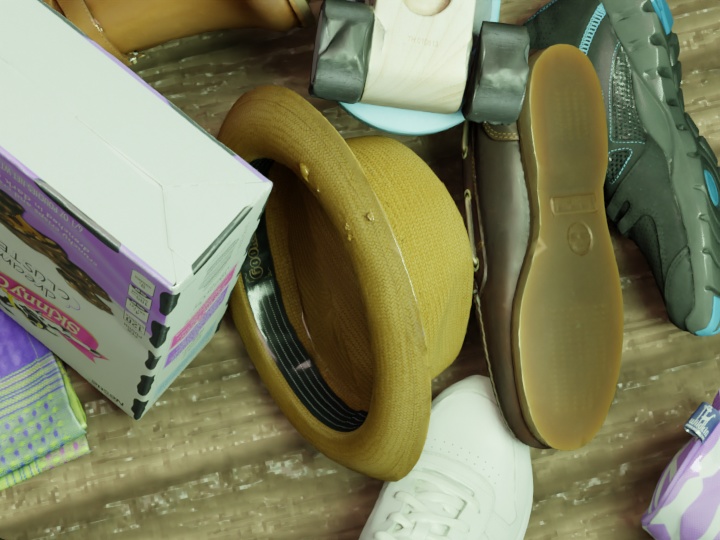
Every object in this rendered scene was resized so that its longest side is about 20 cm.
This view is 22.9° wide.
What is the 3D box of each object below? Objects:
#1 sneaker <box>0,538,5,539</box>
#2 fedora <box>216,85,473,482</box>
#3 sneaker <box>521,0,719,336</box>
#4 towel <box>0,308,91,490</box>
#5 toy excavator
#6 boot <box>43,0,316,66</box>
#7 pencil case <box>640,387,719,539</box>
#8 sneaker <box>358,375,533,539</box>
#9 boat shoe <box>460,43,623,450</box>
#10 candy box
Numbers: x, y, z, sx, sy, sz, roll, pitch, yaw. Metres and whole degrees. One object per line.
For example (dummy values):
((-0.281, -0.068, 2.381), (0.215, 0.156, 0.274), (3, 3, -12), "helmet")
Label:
((-0.178, 0.179, 0.871), (0.199, 0.079, 0.089), (23, 80, 2), "sneaker")
((0.000, 0.000, 0.873), (0.082, 0.201, 0.201), (-21, 74, -28), "fedora")
((0.142, -0.056, 0.931), (0.082, 0.073, 0.201), (-20, 73, 20), "sneaker")
((-0.239, 0.029, 0.943), (0.143, 0.023, 0.201), (-22, 76, -4), "towel")
((0.026, -0.163, 0.903), (0.099, 0.200, 0.195), (6, 90, -6), "toy excavator")
((-0.115, -0.135, 0.899), (0.155, 0.200, 0.077), (-27, 118, -11), "boot")
((0.232, 0.143, 0.865), (0.200, 0.084, 0.086), (37, 57, 9), "pencil case")
((0.033, 0.143, 0.862), (0.075, 0.100, 0.201), (21, 77, 8), "sneaker")
((0.086, -0.010, 0.892), (0.070, 0.070, 0.201), (6, 81, -36), "boat shoe")
((-0.140, -0.030, 0.849), (0.168, 0.200, 0.072), (38, 67, 5), "candy box")
